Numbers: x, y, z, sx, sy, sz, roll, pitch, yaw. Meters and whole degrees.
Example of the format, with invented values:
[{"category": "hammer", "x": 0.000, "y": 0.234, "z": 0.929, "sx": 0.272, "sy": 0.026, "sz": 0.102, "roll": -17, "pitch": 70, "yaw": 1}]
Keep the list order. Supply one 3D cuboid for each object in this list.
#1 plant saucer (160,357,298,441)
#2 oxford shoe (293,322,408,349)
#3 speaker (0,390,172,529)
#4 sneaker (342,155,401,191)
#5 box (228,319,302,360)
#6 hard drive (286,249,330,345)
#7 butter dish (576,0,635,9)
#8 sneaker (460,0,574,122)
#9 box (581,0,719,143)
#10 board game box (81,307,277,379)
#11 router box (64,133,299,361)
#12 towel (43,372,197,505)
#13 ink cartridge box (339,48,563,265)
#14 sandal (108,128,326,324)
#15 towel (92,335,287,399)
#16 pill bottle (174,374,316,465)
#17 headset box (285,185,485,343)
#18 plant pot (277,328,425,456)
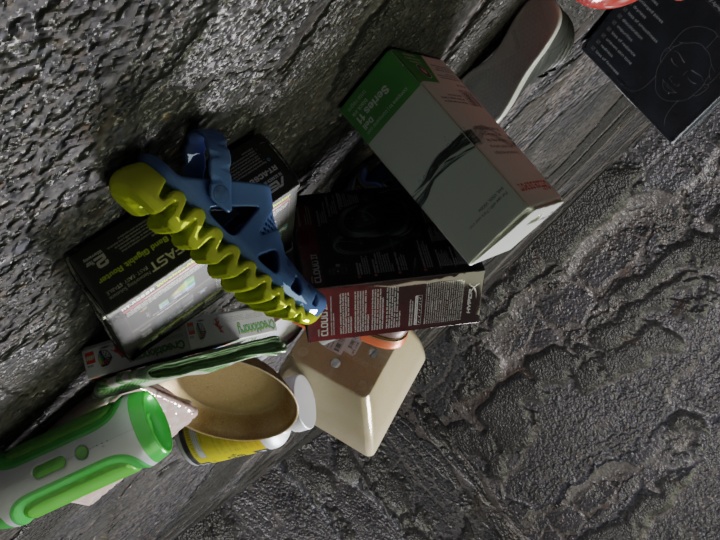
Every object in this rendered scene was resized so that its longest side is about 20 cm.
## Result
[{"category": "plant saucer", "x": -0.178, "y": 0.162, "z": 1.151, "sx": 0.201, "sy": 0.198, "sz": 0.036, "roll": -51, "pitch": -157, "yaw": 44}, {"category": "oxford shoe", "x": -0.025, "y": 0.042, "z": 1.154, "sx": 0.073, "sy": 0.197, "sz": 0.072, "roll": 108, "pitch": -6, "yaw": -47}, {"category": "speaker", "x": -0.309, "y": 0.204, "z": 0.930, "sx": 0.197, "sy": 0.090, "sz": 0.089, "roll": -24, "pitch": 168, "yaw": 0}, {"category": "sneaker", "x": 0.063, "y": -0.123, "z": 1.031, "sx": 0.199, "sy": 0.075, "sz": 0.079, "roll": -37, "pitch": 165, "yaw": -25}, {"category": "box", "x": -0.150, "y": 0.095, "z": 1.239, "sx": 0.199, "sy": 0.041, "sz": 0.156, "roll": -30, "pitch": 165, "yaw": -39}, {"category": "hard drive", "x": 0.000, "y": 0.000, "z": 1.024, "sx": 0.198, "sy": 0.133, "sz": 0.026, "roll": -26, "pitch": -155, "yaw": 24}, {"category": "butter dish", "x": 0.253, "y": -0.305, "z": 0.766, "sx": 0.198, "sy": 0.148, "sz": 0.200, "roll": -26, "pitch": 163, "yaw": -47}, {"category": "sneaker", "x": 0.181, "y": -0.227, "z": 1.011, "sx": 0.099, "sy": 0.071, "sz": 0.201, "roll": -14, "pitch": 148, "yaw": -54}, {"category": "box", "x": 0.458, "y": -0.328, "z": 1.203, "sx": 0.123, "sy": 0.201, "sz": 0.197, "roll": -32, "pitch": 167, "yaw": -39}, {"category": "board game box", "x": -0.189, "y": 0.074, "z": 0.932, "sx": 0.124, "sy": 0.035, "sz": 0.200, "roll": -17, "pitch": 176, "yaw": 20}, {"category": "router box", "x": -0.150, "y": -0.016, "z": 0.762, "sx": 0.199, "sy": 0.062, "sz": 0.150, "roll": -37, "pitch": 169, "yaw": -18}, {"category": "towel", "x": -0.316, "y": 0.209, "z": 1.058, "sx": 0.199, "sy": 0.032, "sz": 0.191, "roll": -40, "pitch": 155, "yaw": -1}, {"category": "ink cartridge box", "x": 0.094, "y": -0.111, "z": 0.842, "sx": 0.083, "sy": 0.201, "sz": 0.146, "roll": -44, "pitch": 167, "yaw": 24}, {"category": "sandal", "x": -0.092, "y": -0.033, "z": 0.662, "sx": 0.079, "sy": 0.200, "sz": 0.088, "roll": 4, "pitch": -125, "yaw": 53}, {"category": "towel", "x": -0.182, "y": 0.101, "z": 0.885, "sx": 0.151, "sy": 0.024, "sz": 0.199, "roll": -11, "pitch": 176, "yaw": -35}, {"category": "pill bottle", "x": -0.171, "y": 0.217, "z": 1.278, "sx": 0.197, "sy": 0.114, "sz": 0.112, "roll": -16, "pitch": 175, "yaw": 16}, {"category": "headset box", "x": 0.013, "y": -0.012, "z": 0.882, "sx": 0.196, "sy": 0.150, "sz": 0.078, "roll": -7, "pitch": 132, "yaw": -7}, {"category": "plant pot", "x": -0.017, "y": 0.140, "z": 1.353, "sx": 0.201, "sy": 0.198, "sz": 0.178, "roll": -58, "pitch": 169, "yaw": -22}]
